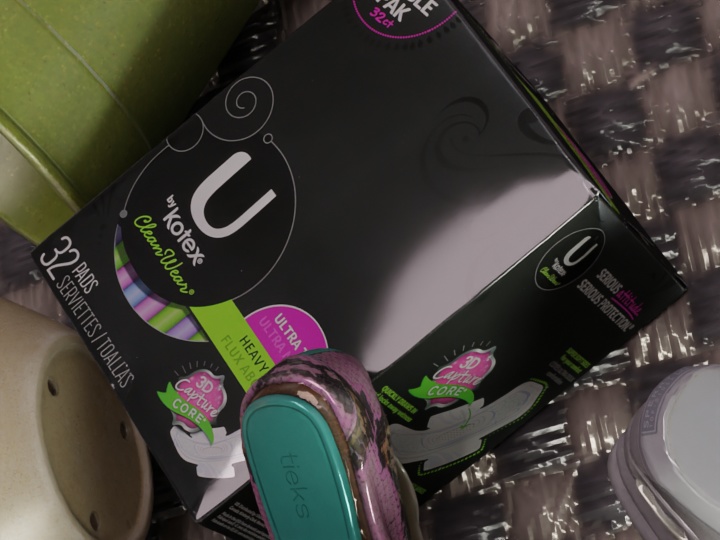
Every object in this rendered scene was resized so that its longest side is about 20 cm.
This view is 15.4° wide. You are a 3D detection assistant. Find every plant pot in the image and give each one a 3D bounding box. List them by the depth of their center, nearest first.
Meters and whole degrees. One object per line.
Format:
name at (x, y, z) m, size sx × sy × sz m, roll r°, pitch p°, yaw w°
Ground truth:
plant pot at (-0.162, 0.087, 1.070) m, size 0.134 × 0.200 × 0.201 m, roll -16°, pitch 66°, yaw 20°
plant pot at (-0.121, -0.131, 1.156) m, size 0.200 × 0.200 × 0.190 m, roll 34°, pitch 75°, yaw 30°

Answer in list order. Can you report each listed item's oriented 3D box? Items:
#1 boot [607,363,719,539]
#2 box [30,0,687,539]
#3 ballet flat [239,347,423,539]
boot at (0.180, 0.112, 0.978) m, size 0.200 × 0.096 × 0.074 m, roll 41°, pitch 74°, yaw 4°
box at (0.000, 0.000, 1.073) m, size 0.200 × 0.124 × 0.149 m, roll -39°, pitch 62°, yaw 7°
ballet flat at (0.004, 0.124, 0.978) m, size 0.069 × 0.071 × 0.201 m, roll -4°, pitch 102°, yaw 35°
